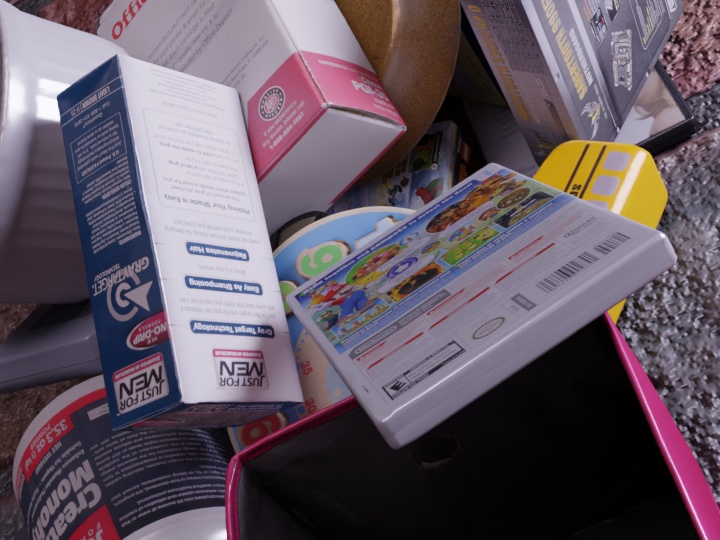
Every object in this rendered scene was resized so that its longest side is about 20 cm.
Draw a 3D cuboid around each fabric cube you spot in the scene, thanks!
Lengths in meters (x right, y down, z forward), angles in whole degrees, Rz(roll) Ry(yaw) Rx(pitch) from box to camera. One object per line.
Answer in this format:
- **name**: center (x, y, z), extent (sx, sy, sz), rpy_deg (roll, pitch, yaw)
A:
- **fabric cube**: center (0.079, 0.168, 0.540), extent (0.200, 0.199, 0.196), rpy_deg (-26, 46, 12)

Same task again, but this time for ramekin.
- **ramekin**: center (-0.218, -0.071, 0.776), extent (0.200, 0.098, 0.201), rpy_deg (-19, 67, 54)

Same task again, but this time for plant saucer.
- **plant saucer**: center (-0.021, -0.157, 0.812), extent (0.200, 0.035, 0.201), rpy_deg (-6, 81, 41)

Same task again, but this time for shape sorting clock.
- **shape sorting clock**: center (0.007, 0.062, 0.679), extent (0.199, 0.039, 0.201), rpy_deg (-3, 81, 18)

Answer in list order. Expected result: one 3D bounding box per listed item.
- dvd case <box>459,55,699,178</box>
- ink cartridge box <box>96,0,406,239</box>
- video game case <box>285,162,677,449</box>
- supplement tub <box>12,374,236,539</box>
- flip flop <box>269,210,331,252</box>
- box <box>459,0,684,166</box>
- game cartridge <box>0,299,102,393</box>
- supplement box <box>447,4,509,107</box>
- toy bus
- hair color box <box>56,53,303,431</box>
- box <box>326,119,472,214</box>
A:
- **dvd case**: center (0.148, -0.136, 0.872), extent (0.142, 0.018, 0.200), rpy_deg (-27, 44, 13)
- **ink cartridge box**: center (-0.079, -0.130, 0.780), extent (0.146, 0.083, 0.200), rpy_deg (-43, 59, 30)
- **video game case**: center (0.045, 0.006, 0.569), extent (0.143, 0.018, 0.200), rpy_deg (-33, 20, -5)
- **supplement tub**: center (-0.123, 0.168, 0.714), extent (0.140, 0.140, 0.200), rpy_deg (-39, 43, 0)
- **flip flop**: center (-0.009, 0.059, 0.737), extent (0.081, 0.058, 0.200), rpy_deg (-29, 74, 14)
- **box**: center (0.139, -0.183, 0.759), extent (0.048, 0.200, 0.159), rpy_deg (17, 67, 36)
- **game cartridge**: center (-0.162, 0.010, 0.830), extent (0.133, 0.041, 0.200), rpy_deg (-18, 24, 37)
- **supplement box**: center (0.074, -0.252, 0.902), extent (0.200, 0.134, 0.200), rpy_deg (18, 68, 41)
- **toy bus**: center (0.119, 0.015, 0.735), extent (0.078, 0.065, 0.200), rpy_deg (10, 61, 36)
- **hair color box**: center (-0.104, -0.013, 0.669), extent (0.060, 0.100, 0.201), rpy_deg (-24, 71, 33)
- **box**: center (0.000, 0.000, 0.812), extent (0.137, 0.040, 0.201), rpy_deg (-3, 68, 31)
